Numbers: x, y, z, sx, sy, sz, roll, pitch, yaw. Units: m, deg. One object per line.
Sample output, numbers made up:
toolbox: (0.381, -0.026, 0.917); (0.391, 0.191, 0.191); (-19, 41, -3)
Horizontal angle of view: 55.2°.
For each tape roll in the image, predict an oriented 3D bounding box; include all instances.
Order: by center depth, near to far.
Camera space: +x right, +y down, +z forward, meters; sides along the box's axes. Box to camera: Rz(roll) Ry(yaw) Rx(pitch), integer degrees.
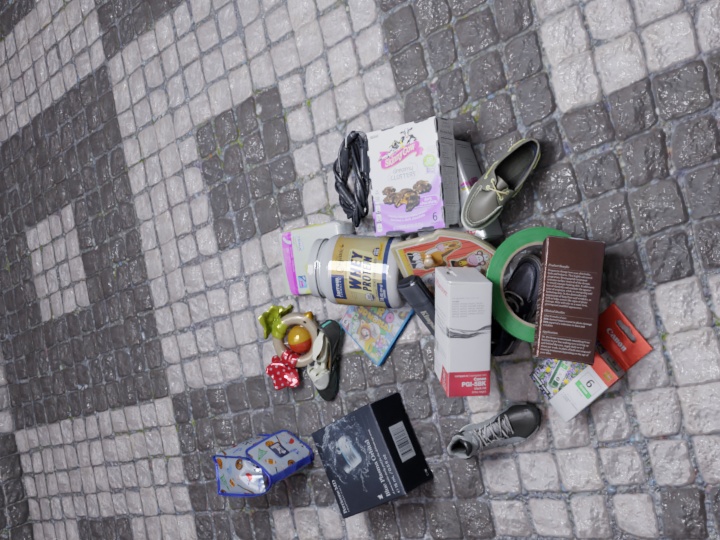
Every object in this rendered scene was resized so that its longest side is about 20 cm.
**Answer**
tape roll: (0.321, 0.028, 1.234); (0.194, 0.048, 0.208); (-1, 85, 8)

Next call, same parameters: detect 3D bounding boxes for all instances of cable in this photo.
cable: (-0.022, -0.196, 1.500); (0.162, 0.049, 0.207); (0, 93, 64)

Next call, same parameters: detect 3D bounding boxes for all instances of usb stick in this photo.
usb stick: (0.142, 0.087, 1.369); (0.054, 0.033, 0.201); (-20, 123, 31)

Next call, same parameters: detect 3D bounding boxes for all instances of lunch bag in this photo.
lunch bag: (-0.233, 0.470, 1.675); (0.196, 0.168, 0.128); (-8, 94, 38)

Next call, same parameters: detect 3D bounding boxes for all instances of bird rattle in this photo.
bird rattle: (-0.166, 0.177, 1.647); (0.159, 0.112, 0.206); (-14, 88, 20)

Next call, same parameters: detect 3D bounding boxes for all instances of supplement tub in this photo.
supplement tub: (0.000, 0.000, 1.428); (0.194, 0.144, 0.150); (3, 96, 18)

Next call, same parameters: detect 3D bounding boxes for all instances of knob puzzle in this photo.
knob puzzle: (0.175, -0.003, 1.326); (0.217, 0.218, 0.031); (-32, 39, 33)

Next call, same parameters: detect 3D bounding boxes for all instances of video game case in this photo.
video game case: (0.044, 0.088, 1.525); (0.143, 0.018, 0.203); (44, 117, 27)

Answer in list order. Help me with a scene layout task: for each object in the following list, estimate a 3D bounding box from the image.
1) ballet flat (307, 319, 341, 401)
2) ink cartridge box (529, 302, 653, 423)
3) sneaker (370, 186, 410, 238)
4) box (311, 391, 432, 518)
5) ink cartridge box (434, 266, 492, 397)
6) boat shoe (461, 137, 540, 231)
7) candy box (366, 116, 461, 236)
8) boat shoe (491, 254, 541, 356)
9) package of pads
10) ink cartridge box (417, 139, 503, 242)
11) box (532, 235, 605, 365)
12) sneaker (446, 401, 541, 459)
ballet flat: (-0.090, 0.212, 1.596); (0.067, 0.067, 0.207); (17, 109, 39)
ink cartridge box: (0.409, 0.166, 1.233); (0.110, 0.050, 0.201); (52, 122, 22)
sneaker: (0.067, -0.163, 1.462); (0.098, 0.077, 0.207); (-14, 78, 44)
box: (0.022, 0.405, 1.507); (0.198, 0.116, 0.201); (-33, 74, 35)
ink cartridge box: (0.184, 0.106, 1.250); (0.080, 0.147, 0.207); (-1, 101, -3)
boat shoe: (0.257, -0.161, 1.261); (0.072, 0.060, 0.203); (40, 87, 5)
candy box: (0.101, -0.176, 1.323); (0.164, 0.071, 0.207); (-5, 90, 38)
boat shoe: (0.285, 0.071, 1.293); (0.073, 0.092, 0.206); (23, 107, 32)
package of pads: (-0.097, -0.029, 1.593); (0.196, 0.067, 0.160); (-6, 91, 37)
ink cartridge box: (0.176, -0.131, 1.365); (0.142, 0.084, 0.206); (-25, 77, 36)
box: (0.351, 0.050, 1.168); (0.097, 0.075, 0.207); (7, 87, 9)
sneaker: (0.249, 0.321, 1.326); (0.198, 0.114, 0.077); (-35, 74, 34)
